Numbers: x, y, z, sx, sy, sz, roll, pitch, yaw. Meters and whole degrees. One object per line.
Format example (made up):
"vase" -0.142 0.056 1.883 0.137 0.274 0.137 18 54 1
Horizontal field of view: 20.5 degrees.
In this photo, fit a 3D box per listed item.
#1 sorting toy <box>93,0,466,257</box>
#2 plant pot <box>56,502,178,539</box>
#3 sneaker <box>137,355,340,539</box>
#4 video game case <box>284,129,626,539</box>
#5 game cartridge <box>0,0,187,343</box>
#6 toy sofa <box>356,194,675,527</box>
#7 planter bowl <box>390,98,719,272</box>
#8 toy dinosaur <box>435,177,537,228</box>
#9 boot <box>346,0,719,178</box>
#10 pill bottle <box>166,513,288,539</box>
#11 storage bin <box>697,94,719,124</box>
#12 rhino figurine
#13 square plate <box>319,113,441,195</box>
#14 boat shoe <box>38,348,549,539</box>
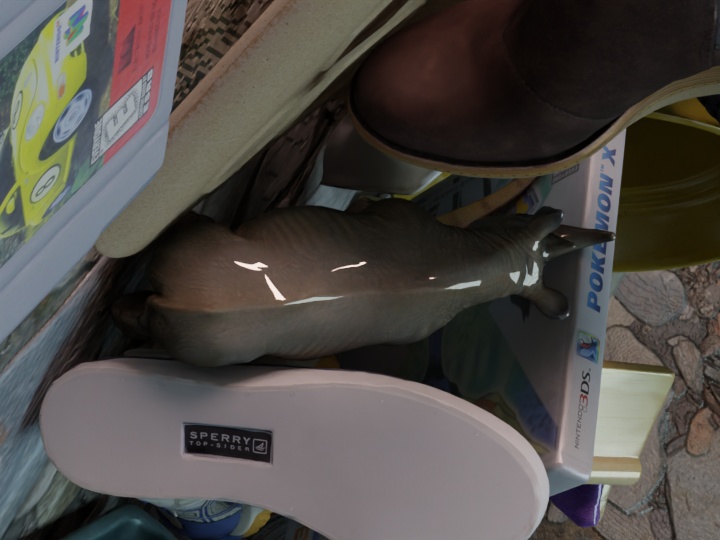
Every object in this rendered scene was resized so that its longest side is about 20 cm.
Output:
"sorting toy" -0.002 -0.096 0.733 0.185 0.036 0.200 -42 177 38
"plant pot" -0.125 0.255 0.873 0.200 0.196 0.196 -50 171 15
"sneaker" -0.077 0.079 0.920 0.088 0.075 0.200 -3 160 -22
"video game case" 0.039 0.033 0.882 0.200 0.022 0.183 -30 -138 48
"game cartridge" -0.097 -0.049 0.549 0.133 0.041 0.200 -46 164 -32
"toy sofa" 0.060 0.047 1.039 0.083 0.200 0.098 8 112 -39
"planter bowl" 0.115 -0.072 0.978 0.200 0.200 0.084 90 5 -69
"toy dinosaur" 0.000 0.000 0.862 0.200 0.061 0.106 -25 -173 -17
"boot" 0.079 -0.104 0.633 0.166 0.199 0.073 64 20 -60
"pill bottle" -0.024 0.185 1.041 0.111 0.200 0.111 -9 104 -40
"storage bin" 0.221 -0.133 0.787 0.135 0.094 0.200 -26 159 -33
"rhino figurine" 0.006 0.001 0.775 0.087 0.199 0.060 -156 -120 -75
"square plate" 0.067 -0.108 0.865 0.200 0.028 0.198 -41 -169 -7
"boat shoe" -0.022 0.066 0.785 0.070 0.199 0.071 -44 139 -72
